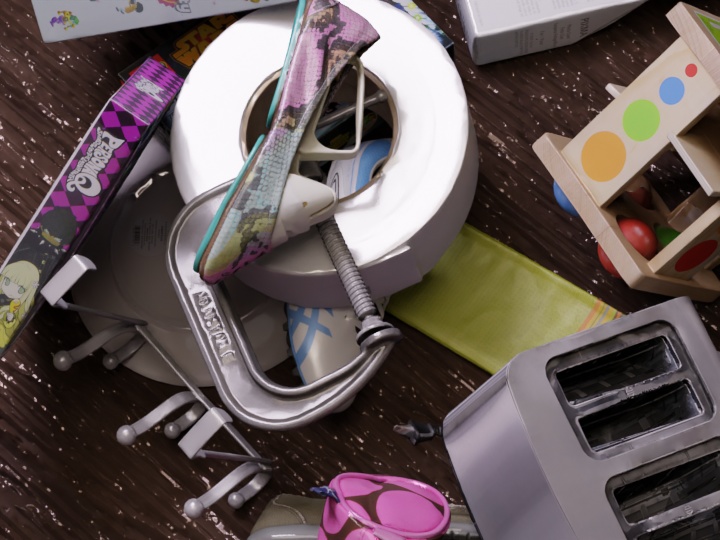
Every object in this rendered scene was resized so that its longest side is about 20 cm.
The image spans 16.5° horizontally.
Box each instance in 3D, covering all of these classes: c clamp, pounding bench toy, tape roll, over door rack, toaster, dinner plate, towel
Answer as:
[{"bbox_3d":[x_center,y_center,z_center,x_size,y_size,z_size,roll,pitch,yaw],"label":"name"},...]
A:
[{"bbox_3d":[-0.036,-0.003,1.564,0.170,0.027,0.201,-19,68,2],"label":"c clamp"},{"bbox_3d":[0.236,-0.065,1.660,0.156,0.200,0.125,-44,63,22],"label":"pounding bench toy"},{"bbox_3d":[-0.022,-0.079,1.641,0.201,0.071,0.204,-3,70,7],"label":"tape roll"},{"bbox_3d":[-0.136,0.082,1.589,0.067,0.200,0.148,-43,75,-5],"label":"over door rack"},{"bbox_3d":[0.158,0.130,1.541,0.199,0.119,0.182,-17,71,-28],"label":"toaster"},{"bbox_3d":[-0.108,-0.017,1.728,0.199,0.024,0.201,-3,67,7],"label":"dinner plate"},{"bbox_3d":[0.116,0.039,1.680,0.199,0.018,0.086,31,74,18],"label":"towel"}]

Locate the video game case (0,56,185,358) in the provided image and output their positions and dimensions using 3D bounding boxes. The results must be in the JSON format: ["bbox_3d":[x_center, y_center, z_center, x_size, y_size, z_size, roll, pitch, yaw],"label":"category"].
[{"bbox_3d":[-0.185,-0.045,1.626,0.036,0.200,0.182,33,102,-5],"label":"video game case"}]

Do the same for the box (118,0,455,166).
[{"bbox_3d":[-0.051,-0.140,1.748,0.200,0.040,0.137,-37,65,-16],"label":"box"}]

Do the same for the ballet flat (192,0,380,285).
[{"bbox_3d":[-0.038,-0.076,1.551,0.071,0.069,0.201,21,76,1],"label":"ballet flat"}]

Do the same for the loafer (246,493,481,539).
[{"bbox_3d":[0.024,0.169,1.604,0.199,0.076,0.070,4,38,-5],"label":"loafer"}]

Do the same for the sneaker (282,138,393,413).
[{"bbox_3d":[0.000,0.000,1.676,0.072,0.072,0.201,-7,61,39],"label":"sneaker"}]

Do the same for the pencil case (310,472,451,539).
[{"bbox_3d":[-0.011,0.224,1.529,0.090,0.094,0.201,12,110,-12],"label":"pencil case"}]

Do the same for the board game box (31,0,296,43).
[{"bbox_3d":[-0.110,-0.219,1.712,0.199,0.148,0.065,-7,110,25],"label":"board game box"}]

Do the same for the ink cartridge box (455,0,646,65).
[{"bbox_3d":[0.157,-0.246,1.783,0.199,0.047,0.161,-12,66,-4],"label":"ink cartridge box"}]
